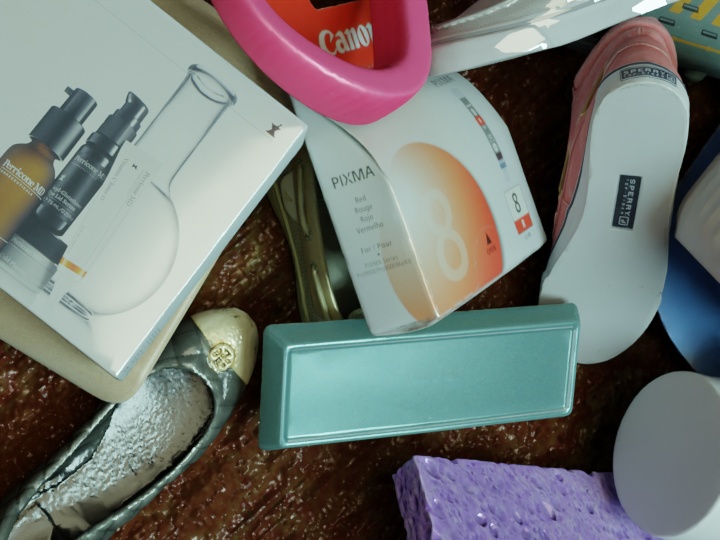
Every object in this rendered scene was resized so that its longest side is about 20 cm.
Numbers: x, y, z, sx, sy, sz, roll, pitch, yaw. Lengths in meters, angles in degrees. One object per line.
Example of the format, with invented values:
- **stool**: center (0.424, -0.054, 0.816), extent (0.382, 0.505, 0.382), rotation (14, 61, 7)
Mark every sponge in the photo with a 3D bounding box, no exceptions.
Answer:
- **sponge**: center (0.111, 0.167, 0.777), extent (0.198, 0.030, 0.113), rotation (10, 52, -35)

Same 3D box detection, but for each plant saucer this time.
- **plant saucer**: center (0.039, 0.060, 0.763), extent (0.198, 0.019, 0.071), rotation (-3, 106, -26)

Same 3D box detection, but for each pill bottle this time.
- **pill bottle**: center (0.255, 0.128, 0.826), extent (0.198, 0.114, 0.116), rotation (17, 83, -32)

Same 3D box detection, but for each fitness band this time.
- **fitness band**: center (-0.021, -0.165, 0.697), extent (0.143, 0.037, 0.202), rotation (30, 42, -35)

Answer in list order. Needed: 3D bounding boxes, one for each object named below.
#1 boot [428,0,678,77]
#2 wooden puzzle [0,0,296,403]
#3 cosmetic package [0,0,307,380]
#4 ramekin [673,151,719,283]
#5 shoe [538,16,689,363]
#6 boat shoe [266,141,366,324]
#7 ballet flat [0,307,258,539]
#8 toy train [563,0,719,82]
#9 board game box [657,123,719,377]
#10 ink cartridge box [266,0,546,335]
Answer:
- **boot**: center (0.115, -0.178, 0.754), extent (0.198, 0.074, 0.097), rotation (-21, 100, -9)
- **wooden puzzle**: center (-0.149, -0.061, 0.711), extent (0.184, 0.046, 0.201), rotation (32, 83, -7)
- **cosmetic package**: center (-0.148, -0.068, 0.658), extent (0.199, 0.052, 0.151), rotation (37, 80, -2)
- **ramekin**: center (0.266, 0.000, 0.764), extent (0.105, 0.200, 0.200), rotation (-44, 106, 10)
- **shoe**: center (0.151, -0.046, 0.815), extent (0.071, 0.091, 0.202), rotation (9, 126, 4)
- **boat shoe**: center (0.002, -0.002, 0.770), extent (0.073, 0.063, 0.203), rotation (-21, 97, -21)
- **ballet flat**: center (-0.122, 0.099, 0.722), extent (0.067, 0.057, 0.200), rotation (47, 73, -15)
- **toy train**: center (0.188, -0.179, 0.844), extent (0.198, 0.085, 0.115), rotation (11, 97, -23)
- **board game box**: center (0.256, -0.019, 0.885), extent (0.158, 0.039, 0.201), rotation (42, 75, -17)
- **ink cartridge box**: center (0.028, -0.084, 0.748), extent (0.162, 0.050, 0.202), rotation (-30, 105, -58)
